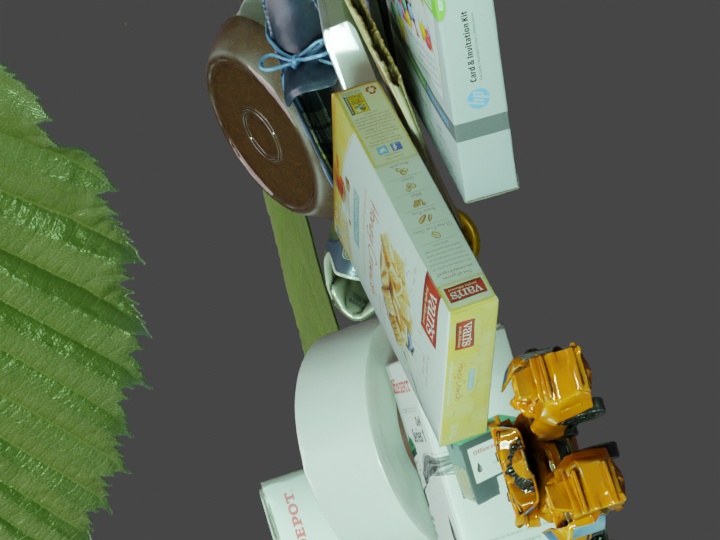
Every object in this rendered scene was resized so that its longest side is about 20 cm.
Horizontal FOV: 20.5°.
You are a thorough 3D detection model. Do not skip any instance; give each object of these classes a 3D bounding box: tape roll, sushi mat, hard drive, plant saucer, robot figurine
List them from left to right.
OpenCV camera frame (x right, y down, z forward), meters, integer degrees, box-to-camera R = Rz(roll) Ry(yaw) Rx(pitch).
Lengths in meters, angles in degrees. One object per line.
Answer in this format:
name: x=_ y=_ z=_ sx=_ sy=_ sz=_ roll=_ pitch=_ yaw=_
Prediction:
plant saucer: x=-0.075 y=-0.125 z=1.724 sx=0.200 sy=0.034 sz=0.201 roll=46 pitch=156 yaw=27
hard drive: x=0.003 y=-0.139 z=1.464 sx=0.200 sy=0.027 sz=0.133 roll=-97 pitch=-15 yaw=-72
tape roll: x=0.030 y=0.137 z=1.626 sx=0.202 sy=0.070 sz=0.203 roll=38 pitch=-138 yaw=-45
sushi mat: x=0.029 y=-0.108 z=1.342 sx=0.096 sy=0.012 sz=0.200 roll=64 pitch=-179 yaw=30
robot figurine: x=0.121 y=0.114 z=1.257 sx=0.200 sy=0.058 sz=0.146 roll=100 pitch=155 yaw=-76

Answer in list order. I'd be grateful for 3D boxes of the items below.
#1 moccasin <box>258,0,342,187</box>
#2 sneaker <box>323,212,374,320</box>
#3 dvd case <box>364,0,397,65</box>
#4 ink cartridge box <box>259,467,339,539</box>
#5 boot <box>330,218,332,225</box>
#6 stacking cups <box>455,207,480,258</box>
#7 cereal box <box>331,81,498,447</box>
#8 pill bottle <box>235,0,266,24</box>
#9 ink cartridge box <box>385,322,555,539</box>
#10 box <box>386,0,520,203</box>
moccasin: x=-0.026 y=-0.152 z=1.586 sx=0.080 sy=0.068 sz=0.201 roll=-28 pitch=92 yaw=40
sneaker: x=0.000 y=0.000 z=1.590 sx=0.200 sy=0.067 sz=0.090 roll=86 pitch=-163 yaw=-69
dvd case: x=0.001 y=-0.232 z=1.588 sx=0.200 sy=0.017 sz=0.143 roll=-123 pitch=17 yaw=-70
ink cartridge box: x=0.021 y=0.231 z=1.796 sx=0.088 sy=0.199 sz=0.146 roll=121 pitch=132 yaw=-82
boot: x=0.014 y=-0.083 z=1.711 sx=0.187 sy=0.064 sz=0.200 roll=63 pitch=165 yaw=4
stacking cups: x=0.053 y=0.002 z=1.544 sx=0.200 sy=0.060 sz=0.061 roll=103 pitch=149 yaw=-77
cereal box: x=0.032 y=-0.005 z=1.299 sx=0.144 sy=0.039 sz=0.201 roll=90 pitch=160 yaw=-50
pill bottle: x=-0.065 y=-0.193 z=1.833 sx=0.200 sy=0.115 sz=0.117 roll=106 pitch=146 yaw=-78
ink cartridge box: x=0.090 y=0.149 z=1.503 sx=0.146 sy=0.084 sz=0.201 roll=132 pitch=120 yaw=-82
box: x=0.048 y=-0.167 z=1.247 sx=0.156 sy=0.041 sz=0.201 roll=-114 pitch=11 yaw=-50
